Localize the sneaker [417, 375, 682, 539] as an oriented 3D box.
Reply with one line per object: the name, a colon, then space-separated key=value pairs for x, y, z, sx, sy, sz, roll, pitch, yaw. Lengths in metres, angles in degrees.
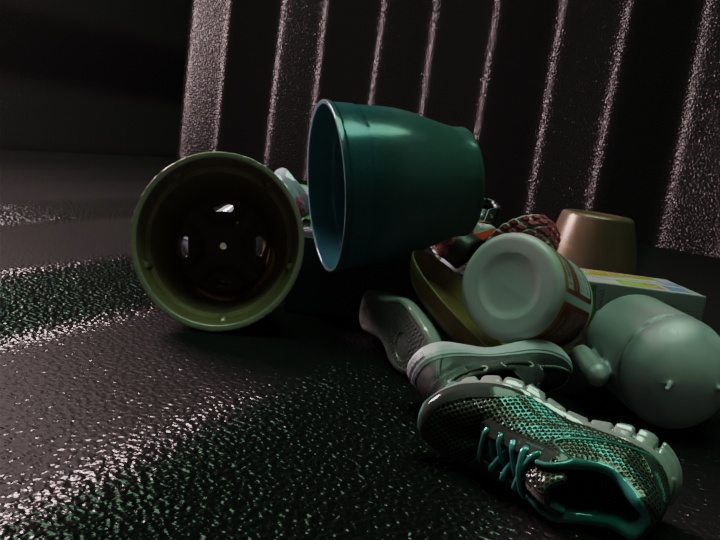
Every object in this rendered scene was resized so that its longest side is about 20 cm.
sneaker: x=0.129 y=0.135 z=0.537 sx=0.196 sy=0.079 sz=0.091 roll=11 pitch=14 yaw=23

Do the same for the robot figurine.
robot figurine: x=0.310 y=0.093 z=0.780 sx=0.166 sy=0.115 sz=0.200 roll=-8 pitch=11 yaw=-1

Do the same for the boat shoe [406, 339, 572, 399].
boat shoe: x=0.138 y=0.109 z=0.713 sx=0.197 sy=0.071 sz=0.067 roll=9 pitch=31 yaw=-32

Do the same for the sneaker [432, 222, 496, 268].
sneaker: x=0.135 y=-0.063 z=1.073 sx=0.108 sy=0.068 sz=0.201 roll=43 pitch=18 yaw=13

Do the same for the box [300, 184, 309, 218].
box: x=-0.177 y=-0.159 z=1.808 sx=0.173 sy=0.099 sz=0.200 roll=11 pitch=11 yaw=-1

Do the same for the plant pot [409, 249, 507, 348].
plant pot: x=0.124 y=0.055 z=0.847 sx=0.199 sy=0.028 sz=0.201 roll=41 pitch=14 yaw=-12

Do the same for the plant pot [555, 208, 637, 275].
plant pot: x=0.357 y=-0.003 z=1.172 sx=0.196 sy=0.179 sz=0.200 roll=7 pitch=10 yaw=-1

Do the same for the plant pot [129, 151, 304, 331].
plant pot: x=-0.174 y=-0.032 z=0.929 sx=0.196 sy=0.205 sz=0.183 roll=7 pitch=-2 yaw=-9

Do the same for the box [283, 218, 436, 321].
box: x=0.000 y=0.000 z=1.062 sx=0.196 sy=0.106 sz=0.182 roll=8 pitch=12 yaw=-2

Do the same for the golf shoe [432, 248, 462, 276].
golf shoe: x=0.110 y=-0.005 z=1.257 sx=0.198 sy=0.079 sz=0.093 roll=16 pitch=13 yaw=42

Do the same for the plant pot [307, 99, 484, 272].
plant pot: x=0.044 y=-0.107 z=0.907 sx=0.184 sy=0.205 sz=0.200 roll=-5 pitch=13 yaw=-15

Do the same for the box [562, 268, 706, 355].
box: x=0.348 y=0.061 z=1.020 sx=0.196 sy=0.104 sz=0.113 roll=7 pitch=10 yaw=-7

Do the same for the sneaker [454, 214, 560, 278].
sneaker: x=0.177 y=0.002 z=0.978 sx=0.081 sy=0.200 sz=0.075 roll=49 pitch=15 yaw=6

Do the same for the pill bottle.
pill bottle: x=0.198 y=0.031 z=0.836 sx=0.111 sy=0.114 sz=0.199 roll=14 pitch=-2 yaw=31

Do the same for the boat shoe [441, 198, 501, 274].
boat shoe: x=0.185 y=-0.061 z=1.222 sx=0.070 sy=0.093 sz=0.200 roll=19 pitch=22 yaw=11

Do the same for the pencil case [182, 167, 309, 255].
pencil case: x=-0.167 y=-0.068 z=1.094 sx=0.083 sy=0.199 sz=0.091 roll=48 pitch=-21 yaw=14

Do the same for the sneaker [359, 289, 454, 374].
sneaker: x=0.082 y=0.068 z=0.850 sx=0.116 sy=0.075 sz=0.200 roll=8 pitch=11 yaw=-19
